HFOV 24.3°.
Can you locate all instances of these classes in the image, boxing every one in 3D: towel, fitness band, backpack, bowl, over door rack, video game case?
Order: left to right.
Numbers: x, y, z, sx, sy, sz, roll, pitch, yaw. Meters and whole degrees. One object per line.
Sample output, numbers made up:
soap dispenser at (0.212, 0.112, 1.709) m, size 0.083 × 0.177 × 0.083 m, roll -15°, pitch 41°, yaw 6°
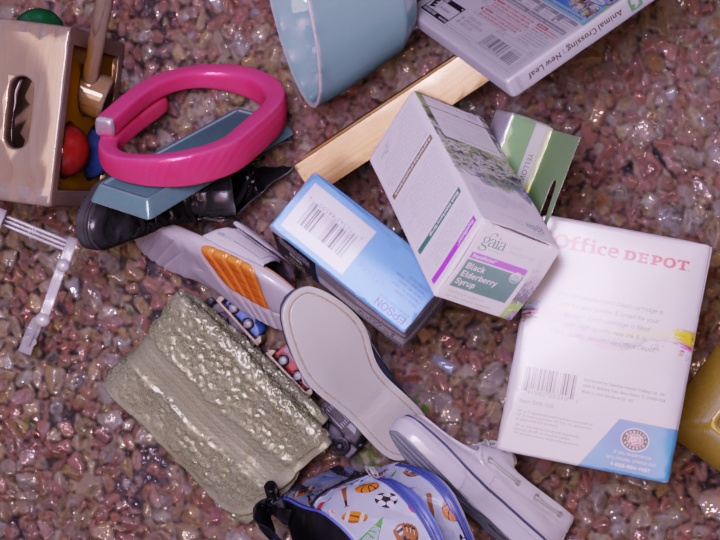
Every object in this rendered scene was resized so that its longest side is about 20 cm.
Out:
over door rack at (-0.344, 0.010, 1.500) m, size 0.147 × 0.200 × 0.067 m, roll 24°, pitch 56°, yaw -9°
fitness band at (-0.147, -0.132, 1.480) m, size 0.143 × 0.200 × 0.038 m, roll 9°, pitch 122°, yaw 21°
towel at (-0.133, 0.127, 1.544) m, size 0.200 × 0.036 × 0.148 m, roll 45°, pitch 115°, yaw 5°
bowl at (-0.017, -0.253, 1.464) m, size 0.105 × 0.201 × 0.201 m, roll -16°, pitch 90°, yaw -9°
backpack at (0.023, 0.261, 1.458) m, size 0.154 × 0.190 × 0.200 m, roll -29°, pitch 101°, yaw -13°
video game case at (0.155, -0.234, 1.413) m, size 0.182 × 0.200 × 0.022 m, roll -35°, pitch 123°, yaw -5°

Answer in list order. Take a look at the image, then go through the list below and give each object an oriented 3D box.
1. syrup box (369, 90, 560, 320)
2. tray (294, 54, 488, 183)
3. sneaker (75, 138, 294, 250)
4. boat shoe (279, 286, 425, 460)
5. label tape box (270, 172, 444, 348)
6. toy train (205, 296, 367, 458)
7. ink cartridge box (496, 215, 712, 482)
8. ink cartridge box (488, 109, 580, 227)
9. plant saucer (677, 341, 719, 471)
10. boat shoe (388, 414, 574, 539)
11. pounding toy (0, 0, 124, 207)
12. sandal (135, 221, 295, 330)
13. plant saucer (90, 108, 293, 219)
syrup box at (0.082, -0.055, 1.372) m, size 0.079 × 0.200 × 0.082 m, roll 18°, pitch 120°, yaw -29°
tray at (0.037, -0.140, 1.488) m, size 0.200 × 0.099 × 0.037 m, roll -32°, pitch 96°, yaw 9°
sneaker at (-0.155, -0.070, 1.498) m, size 0.104 × 0.200 × 0.060 m, roll 10°, pitch 121°, yaw 33°
boat shoe at (-0.011, 0.086, 1.488) m, size 0.075 × 0.062 × 0.200 m, roll -47°, pitch 118°, yaw -6°
label tape box at (0.000, 0.000, 1.448) m, size 0.143 × 0.200 × 0.066 m, roll 38°, pitch 82°, yaw 6°
toy train at (-0.067, 0.091, 1.551) m, size 0.046 × 0.034 × 0.200 m, roll -45°, pitch 85°, yaw 6°
ink cartridge box at (0.209, 0.065, 1.440) m, size 0.146 × 0.146 × 0.201 m, roll 11°, pitch 89°, yaw 9°
ink cartridge box at (0.124, -0.060, 1.428) m, size 0.048 × 0.200 × 0.146 m, roll 20°, pitch 96°, yaw -5°
plant saucer at (0.401, 0.119, 1.468) m, size 0.200 × 0.048 × 0.200 m, roll 36°, pitch 98°, yaw 6°
boat shoe at (0.110, 0.183, 1.497) m, size 0.200 × 0.074 × 0.067 m, roll 45°, pitch 73°, yaw -21°
pounding toy at (-0.272, -0.159, 1.498) m, size 0.142 × 0.184 × 0.201 m, roll 8°, pitch 94°, yaw 9°
sandal at (-0.120, -0.017, 1.527) m, size 0.206 × 0.079 × 0.059 m, roll 27°, pitch 59°, yaw 23°
plant saucer at (-0.146, -0.099, 1.475) m, size 0.070 × 0.200 × 0.019 m, roll 17°, pitch 124°, yaw 32°
